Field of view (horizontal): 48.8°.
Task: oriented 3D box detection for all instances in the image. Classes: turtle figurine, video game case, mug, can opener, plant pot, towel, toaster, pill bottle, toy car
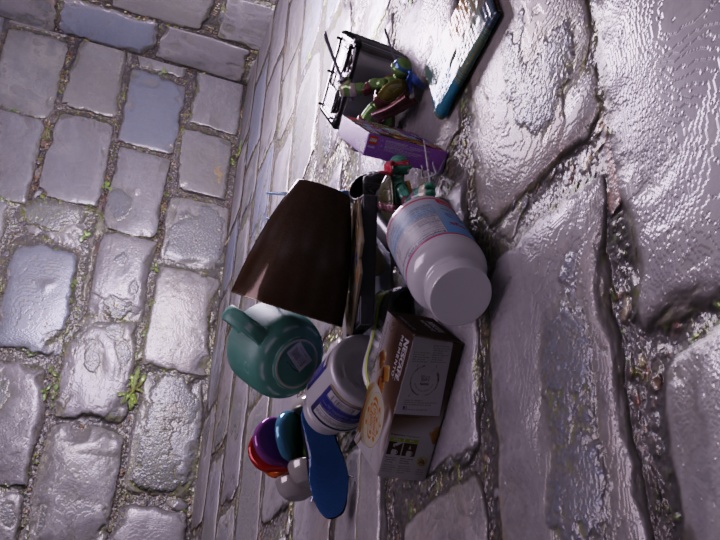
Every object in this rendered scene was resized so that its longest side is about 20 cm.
[{"bbox_3d":[0.075,-0.100,1.207,0.150,0.099,0.204,-51,-38,-73],"label":"turtle figurine"},{"bbox_3d":[0.000,0.000,1.286,0.181,0.025,0.204,125,148,-76],"label":"video game case"},{"bbox_3d":[-0.151,0.141,1.363,0.114,0.183,0.155,23,106,48],"label":"mug"},{"bbox_3d":[0.048,-0.092,1.381,0.200,0.052,0.068,-122,46,-64],"label":"can opener"},{"bbox_3d":[-0.089,-0.034,1.262,0.187,0.184,0.203,-176,103,-72],"label":"plant pot"},{"bbox_3d":[0.160,-0.358,1.255,0.201,0.021,0.148,121,153,-43],"label":"towel"},{"bbox_3d":[0.000,-0.377,1.606,0.200,0.117,0.184,-118,42,-65],"label":"toaster"},{"bbox_3d":[-0.025,0.199,1.318,0.200,0.118,0.121,128,149,-55],"label":"pill bottle"},{"bbox_3d":[0.025,-0.332,1.471,0.144,0.198,0.196,-45,-18,-49],"label":"turtle figurine"},{"bbox_3d":[-0.142,0.339,1.546,0.201,0.148,0.177,124,152,-51],"label":"toy car"},{"bbox_3d":[0.105,-0.014,1.057,0.201,0.107,0.110,-112,37,-60],"label":"pill bottle"}]

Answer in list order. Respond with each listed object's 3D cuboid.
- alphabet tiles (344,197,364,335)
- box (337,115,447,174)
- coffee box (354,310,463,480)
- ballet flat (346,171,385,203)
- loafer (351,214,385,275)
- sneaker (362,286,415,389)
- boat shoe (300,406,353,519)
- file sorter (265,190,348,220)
[{"bbox_3d":[-0.011,-0.005,1.259,0.168,0.006,0.202,-94,10,-47],"label":"alphabet tiles"},{"bbox_3d":[0.048,-0.211,1.317,0.200,0.135,0.040,-126,50,-67],"label":"box"},{"bbox_3d":[0.064,0.173,1.111,0.114,0.078,0.203,-141,64,-67],"label":"coffee box"},{"bbox_3d":[0.005,-0.168,1.559,0.200,0.056,0.068,176,106,-72],"label":"ballet flat"},{"bbox_3d":[-0.011,-0.044,1.472,0.076,0.068,0.201,-52,35,18],"label":"loafer"},{"bbox_3d":[0.051,0.112,1.219,0.081,0.073,0.203,137,139,-55],"label":"sneaker"},{"bbox_3d":[-0.057,0.335,1.396,0.069,0.083,0.203,88,175,-62],"label":"boat shoe"},{"bbox_3d":[-0.100,-0.043,1.414,0.138,0.121,0.204,-165,75,-67],"label":"file sorter"}]
